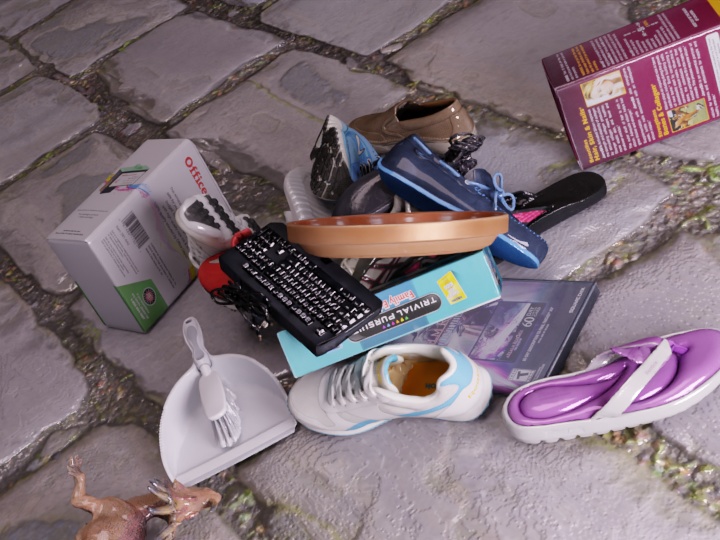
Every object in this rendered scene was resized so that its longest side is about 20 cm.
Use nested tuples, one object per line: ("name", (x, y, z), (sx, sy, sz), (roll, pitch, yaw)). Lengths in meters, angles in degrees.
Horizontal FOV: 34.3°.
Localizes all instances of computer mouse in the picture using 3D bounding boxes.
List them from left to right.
("computer mouse", (0.041, -0.096, 1.305), (0.200, 0.053, 0.139), (-33, -7, -9))

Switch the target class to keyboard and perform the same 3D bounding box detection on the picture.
("keyboard", (-0.072, 0.011, 1.059), (0.104, 0.040, 0.200), (-39, 39, -13))

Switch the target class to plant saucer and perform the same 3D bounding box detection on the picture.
("plant saucer", (0.034, -0.033, 1.054), (0.199, 0.032, 0.200), (-3, 5, 0))

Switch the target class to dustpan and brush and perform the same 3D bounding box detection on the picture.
("dustpan and brush", (-0.154, 0.117, 1.203), (0.139, 0.057, 0.200), (-27, 33, 0))

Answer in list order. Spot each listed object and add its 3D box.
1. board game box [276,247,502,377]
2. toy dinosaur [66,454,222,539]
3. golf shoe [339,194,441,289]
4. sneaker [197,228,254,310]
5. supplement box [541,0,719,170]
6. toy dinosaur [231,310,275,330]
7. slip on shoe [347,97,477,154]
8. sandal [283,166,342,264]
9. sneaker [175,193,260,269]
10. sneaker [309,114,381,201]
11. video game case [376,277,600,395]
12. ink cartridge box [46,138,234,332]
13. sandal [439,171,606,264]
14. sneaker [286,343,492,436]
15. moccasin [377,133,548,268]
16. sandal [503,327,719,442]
("board game box", (0.034, 0.035, 1.103), (0.199, 0.047, 0.151), (-22, 1, 9))
("toy dinosaur", (-0.226, 0.252, 1.054), (0.135, 0.086, 0.200), (7, 51, 32))
("golf shoe", (0.000, 0.000, 1.235), (0.200, 0.088, 0.077), (-43, 38, -21))
("sneaker", (-0.109, -0.010, 1.205), (0.200, 0.085, 0.077), (1, 51, 48))
("supplement box", (0.313, -0.207, 1.276), (0.199, 0.111, 0.086), (-20, 33, 10))
("toy dinosaur", (-0.093, 0.006, 1.280), (0.200, 0.058, 0.101), (-21, 49, 46))
("slip on shoe", (0.057, -0.189, 1.476), (0.200, 0.061, 0.076), (13, 49, 45))
("sandal", (-0.058, -0.063, 1.391), (0.203, 0.082, 0.050), (-98, 32, -57))
("sneaker", (-0.165, -0.030, 1.330), (0.081, 0.200, 0.075), (-37, 72, 7))
("sneaker", (-0.007, -0.132, 1.412), (0.200, 0.090, 0.079), (-94, 27, -65))
("video game case", (0.116, 0.060, 1.133), (0.199, 0.019, 0.143), (3, 43, 36))
("ink cartridge box", (-0.261, -0.047, 1.428), (0.084, 0.145, 0.200), (5, 44, 39))
("sandal", (0.166, -0.062, 1.238), (0.200, 0.045, 0.075), (-30, 34, -5))
("sneaker", (0.015, 0.102, 1.070), (0.199, 0.081, 0.077), (-11, 61, 26))
("moccasin", (0.110, -0.078, 1.180), (0.200, 0.081, 0.068), (35, 76, 14))
("sandal", (0.215, 0.091, 0.973), (0.202, 0.050, 0.083), (-22, 36, 4))
